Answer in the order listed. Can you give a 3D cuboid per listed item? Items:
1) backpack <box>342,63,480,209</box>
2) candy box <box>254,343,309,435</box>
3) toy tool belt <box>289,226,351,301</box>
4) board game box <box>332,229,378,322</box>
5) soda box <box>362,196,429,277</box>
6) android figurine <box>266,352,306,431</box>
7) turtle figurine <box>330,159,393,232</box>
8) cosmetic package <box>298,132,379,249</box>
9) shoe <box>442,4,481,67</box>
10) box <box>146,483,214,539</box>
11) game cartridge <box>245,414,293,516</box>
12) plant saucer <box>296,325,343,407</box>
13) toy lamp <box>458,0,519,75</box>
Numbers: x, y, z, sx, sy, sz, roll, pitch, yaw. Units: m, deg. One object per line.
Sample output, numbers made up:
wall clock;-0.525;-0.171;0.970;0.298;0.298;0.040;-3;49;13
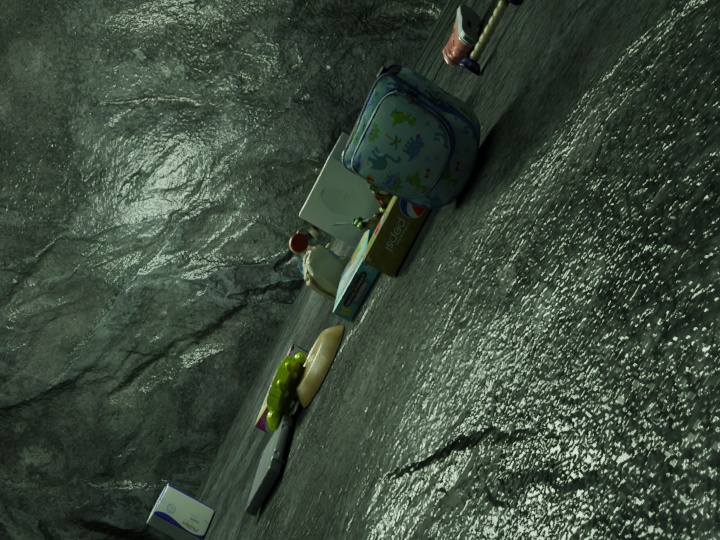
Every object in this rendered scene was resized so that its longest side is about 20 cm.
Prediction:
backpack;0.085;-0.196;1.193;0.185;0.196;0.148;-61;7;27
candy box;-0.201;0.308;1.981;0.138;0.060;0.201;-58;9;32
toy tool belt;-0.100;-0.013;1.871;0.126;0.199;0.123;-54;8;-11
board game box;0.000;0.000;1.700;0.153;0.046;0.201;-60;7;22
soda box;0.077;-0.094;1.399;0.203;0.067;0.064;-62;8;8
android figurine;-0.173;0.277;1.770;0.202;0.040;0.185;94;-162;-58
turtle figurine;0.010;-0.161;1.502;0.145;0.197;0.195;-56;-11;-18
cosmetic package;-0.013;-0.183;1.839;0.201;0.197;0.124;-56;7;39
shoe;0.251;-0.591;1.919;0.091;0.070;0.202;-50;18;37
box;-0.588;0.805;2.488;0.106;0.181;0.200;-64;8;-33
game cartridge;-0.192;0.416;1.647;0.131;0.038;0.201;-56;9;21
plant saucer;-0.098;0.206;1.707;0.203;0.035;0.201;-62;7;13
toy lamp;0.267;-0.500;1.542;0.203;0.057;0.058;-61;7;16
